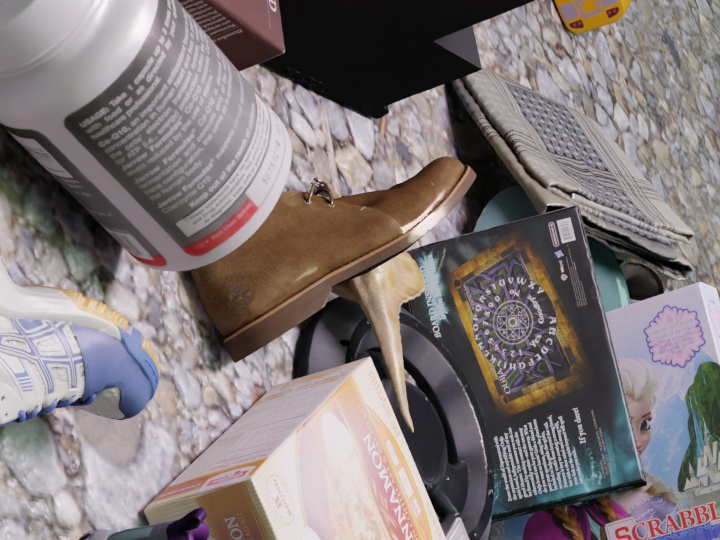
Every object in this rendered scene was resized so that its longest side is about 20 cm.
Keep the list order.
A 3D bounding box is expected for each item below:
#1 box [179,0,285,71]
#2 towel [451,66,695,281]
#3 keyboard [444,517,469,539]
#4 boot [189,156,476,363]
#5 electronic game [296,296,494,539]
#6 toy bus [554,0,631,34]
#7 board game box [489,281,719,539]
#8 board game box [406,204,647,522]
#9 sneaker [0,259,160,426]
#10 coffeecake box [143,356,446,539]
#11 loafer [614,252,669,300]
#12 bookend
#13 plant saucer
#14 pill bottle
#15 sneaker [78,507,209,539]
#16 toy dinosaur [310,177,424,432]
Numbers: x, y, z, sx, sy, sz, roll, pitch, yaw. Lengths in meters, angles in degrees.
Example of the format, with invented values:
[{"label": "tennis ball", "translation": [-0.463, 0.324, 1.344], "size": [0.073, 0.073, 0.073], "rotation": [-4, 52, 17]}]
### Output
[{"label": "box", "translation": [-0.127, -0.195, 1.387], "size": [0.200, 0.075, 0.101], "rotation": [33, 43, -57]}, {"label": "towel", "translation": [0.171, -0.085, 1.866], "size": [0.192, 0.035, 0.200], "rotation": [22, 28, -42]}, {"label": "keyboard", "translation": [0.081, 0.253, 1.523], "size": [0.056, 0.011, 0.201], "rotation": [-49, 130, -39]}, {"label": "boot", "translation": [-0.015, -0.028, 1.416], "size": [0.199, 0.074, 0.076], "rotation": [-33, 90, -27]}, {"label": "electronic game", "translation": [0.025, 0.109, 1.526], "size": [0.200, 0.041, 0.201], "rotation": [37, 41, -40]}, {"label": "toy bus", "translation": [0.232, -0.301, 2.257], "size": [0.079, 0.065, 0.200], "rotation": [64, 24, -17]}, {"label": "board game box", "translation": [0.177, 0.133, 1.646], "size": [0.041, 0.199, 0.201], "rotation": [19, 55, -63]}, {"label": "board game box", "translation": [0.111, 0.067, 1.632], "size": [0.028, 0.134, 0.201], "rotation": [52, 25, -73]}, {"label": "sneaker", "translation": [-0.175, 0.047, 1.122], "size": [0.200, 0.075, 0.089], "rotation": [31, 56, -46]}, {"label": "coffeecake box", "translation": [-0.027, 0.159, 1.339], "size": [0.154, 0.073, 0.200], "rotation": [68, 24, -9]}, {"label": "loafer", "translation": [0.195, -0.009, 1.962], "size": [0.200, 0.072, 0.073], "rotation": [29, 50, -44]}, {"label": "bookend", "translation": [0.041, -0.197, 1.596], "size": [0.198, 0.199, 0.093], "rotation": [19, 56, -60]}, {"label": "plant saucer", "translation": [0.156, 0.028, 1.818], "size": [0.199, 0.036, 0.201], "rotation": [20, 63, -46]}, {"label": "pill bottle", "translation": [-0.133, -0.099, 1.249], "size": [0.200, 0.113, 0.114], "rotation": [49, 32, -42]}, {"label": "sneaker", "translation": [-0.068, 0.207, 1.195], "size": [0.201, 0.087, 0.075], "rotation": [57, 27, -29]}, {"label": "toy dinosaur", "translation": [0.000, 0.000, 1.487], "size": [0.101, 0.058, 0.201], "rotation": [20, 38, -27]}]
